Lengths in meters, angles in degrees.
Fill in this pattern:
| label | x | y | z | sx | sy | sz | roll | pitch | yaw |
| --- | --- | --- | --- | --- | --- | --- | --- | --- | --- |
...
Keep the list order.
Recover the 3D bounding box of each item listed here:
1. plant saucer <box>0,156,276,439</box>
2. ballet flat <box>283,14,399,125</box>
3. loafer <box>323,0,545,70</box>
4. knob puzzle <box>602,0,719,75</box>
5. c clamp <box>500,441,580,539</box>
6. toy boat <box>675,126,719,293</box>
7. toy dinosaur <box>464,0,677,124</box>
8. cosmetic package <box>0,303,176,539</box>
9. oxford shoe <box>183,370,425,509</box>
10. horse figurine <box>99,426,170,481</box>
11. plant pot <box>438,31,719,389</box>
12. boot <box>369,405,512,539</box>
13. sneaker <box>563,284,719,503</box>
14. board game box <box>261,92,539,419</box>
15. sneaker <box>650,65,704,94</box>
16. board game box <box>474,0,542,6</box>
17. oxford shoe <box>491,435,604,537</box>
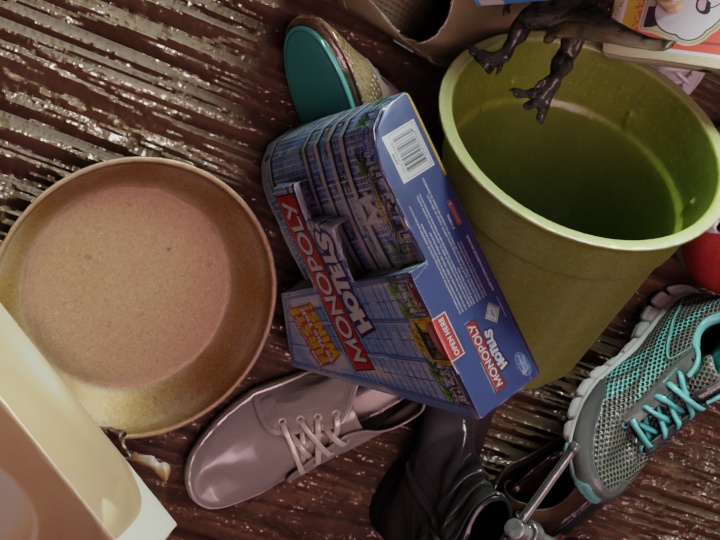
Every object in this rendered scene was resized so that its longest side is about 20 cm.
| label | x | y | z | sx | sy | sz | roll | pitch | yaw |
| --- | --- | --- | --- | --- | --- | --- | --- | --- | --- |
| plant saucer | -0.157 | 0.016 | 1.137 | 0.198 | 0.035 | 0.203 | -7 | 112 | -18 |
| ballet flat | 0.002 | -0.091 | 1.151 | 0.065 | 0.070 | 0.202 | -36 | 123 | -34 |
| loafer | 0.055 | -0.173 | 1.129 | 0.198 | 0.067 | 0.077 | 16 | 103 | -24 |
| knob puzzle | 0.270 | -0.214 | 1.097 | 0.220 | 0.220 | 0.030 | -44 | 148 | 0 |
| c clamp | 0.120 | 0.216 | 1.198 | 0.171 | 0.027 | 0.200 | -48 | 155 | -4 |
| toy boat | 0.333 | -0.037 | 1.243 | 0.198 | 0.131 | 0.132 | -1 | 109 | -19 |
| toy dinosaur | 0.120 | -0.146 | 1.048 | 0.088 | 0.200 | 0.047 | -45 | 118 | 7 |
| cosmetic package | -0.224 | 0.127 | 1.078 | 0.105 | 0.071 | 0.200 | -38 | 95 | 23 |
| oxford shoe | -0.037 | 0.112 | 1.204 | 0.198 | 0.058 | 0.076 | -27 | 118 | -7 |
| horse figurine | -0.209 | 0.177 | 1.158 | 0.131 | 0.050 | 0.202 | 16 | 115 | -2 |
| plant pot | 0.122 | -0.025 | 1.136 | 0.198 | 0.201 | 0.191 | 0 | 138 | -20 |
| boot | 0.080 | 0.140 | 1.214 | 0.069 | 0.132 | 0.202 | 13 | 104 | -23 |
| sneaker | 0.224 | 0.087 | 1.235 | 0.078 | 0.091 | 0.201 | 47 | 64 | -23 |
| board game box | 0.000 | 0.000 | 1.112 | 0.061 | 0.199 | 0.202 | -32 | 101 | -31 |
| sneaker | 0.220 | -0.158 | 1.188 | 0.075 | 0.081 | 0.202 | 21 | 102 | -27 |
| board game box | 0.186 | -0.246 | 1.042 | 0.200 | 0.195 | 0.056 | -45 | 120 | -29 |
| oxford shoe | 0.101 | 0.195 | 1.263 | 0.200 | 0.073 | 0.085 | -45 | 148 | -9 |
